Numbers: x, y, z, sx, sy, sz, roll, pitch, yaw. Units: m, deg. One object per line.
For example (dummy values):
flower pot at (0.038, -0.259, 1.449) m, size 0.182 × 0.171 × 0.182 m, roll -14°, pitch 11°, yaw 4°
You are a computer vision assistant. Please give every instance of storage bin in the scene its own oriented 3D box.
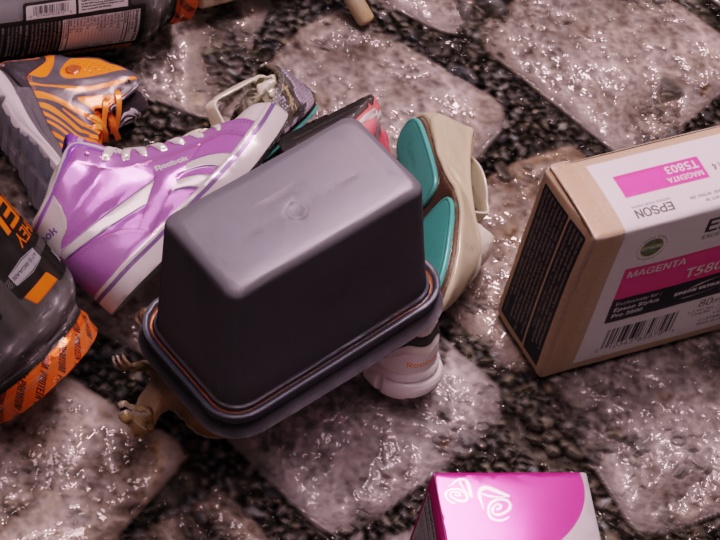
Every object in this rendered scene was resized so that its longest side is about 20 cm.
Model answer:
storage bin at (-0.050, -0.012, 1.547) m, size 0.200 × 0.134 × 0.146 m, roll -30°, pitch 60°, yaw -23°

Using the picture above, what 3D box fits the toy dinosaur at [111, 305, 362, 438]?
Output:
toy dinosaur at (-0.105, 0.069, 1.629) m, size 0.200 × 0.058 × 0.101 m, roll -13°, pitch 71°, yaw -38°

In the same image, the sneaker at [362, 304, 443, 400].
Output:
sneaker at (0.000, 0.000, 1.679) m, size 0.074 × 0.080 × 0.200 m, roll -24°, pitch 53°, yaw -27°

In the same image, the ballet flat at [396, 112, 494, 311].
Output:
ballet flat at (0.071, -0.040, 1.748) m, size 0.069 × 0.069 × 0.200 m, roll 5°, pitch 49°, yaw -10°

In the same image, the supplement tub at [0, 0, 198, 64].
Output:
supplement tub at (-0.233, -0.227, 1.786) m, size 0.200 × 0.123 × 0.123 m, roll -11°, pitch 55°, yaw -22°

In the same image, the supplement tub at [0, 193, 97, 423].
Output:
supplement tub at (-0.276, -0.001, 1.547) m, size 0.200 × 0.123 × 0.123 m, roll 49°, pitch 49°, yaw -15°

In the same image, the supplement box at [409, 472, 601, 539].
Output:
supplement box at (0.079, 0.221, 1.438) m, size 0.101 × 0.200 × 0.103 m, roll 2°, pitch 51°, yaw -13°

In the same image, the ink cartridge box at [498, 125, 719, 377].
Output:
ink cartridge box at (0.216, -0.018, 1.693) m, size 0.200 × 0.165 × 0.075 m, roll -14°, pitch 55°, yaw -23°

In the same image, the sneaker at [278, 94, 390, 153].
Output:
sneaker at (-0.002, -0.077, 1.695) m, size 0.074 × 0.200 × 0.087 m, roll -25°, pitch 94°, yaw 11°

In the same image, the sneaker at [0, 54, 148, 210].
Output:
sneaker at (-0.198, -0.095, 1.715) m, size 0.112 × 0.078 × 0.200 m, roll -19°, pitch 58°, yaw -25°

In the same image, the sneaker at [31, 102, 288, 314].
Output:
sneaker at (-0.145, -0.076, 1.629) m, size 0.114 × 0.073 × 0.200 m, roll 44°, pitch 63°, yaw 2°

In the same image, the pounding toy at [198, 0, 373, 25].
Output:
pounding toy at (-0.090, -0.308, 1.866) m, size 0.142 × 0.184 × 0.200 m, roll -19°, pitch 49°, yaw -26°

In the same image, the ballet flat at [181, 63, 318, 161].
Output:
ballet flat at (-0.101, -0.089, 1.735) m, size 0.072 × 0.072 × 0.200 m, roll 25°, pitch 48°, yaw 8°
